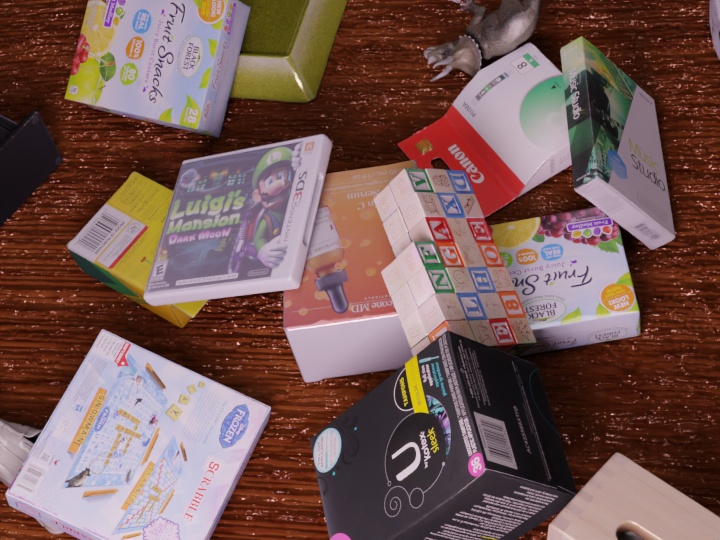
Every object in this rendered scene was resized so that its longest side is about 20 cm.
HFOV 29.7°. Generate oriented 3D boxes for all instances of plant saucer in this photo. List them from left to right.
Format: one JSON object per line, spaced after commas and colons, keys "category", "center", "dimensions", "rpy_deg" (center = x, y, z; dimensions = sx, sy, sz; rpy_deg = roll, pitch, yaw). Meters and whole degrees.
{"category": "plant saucer", "center": [-0.132, -0.311, 1.738], "dimensions": [0.198, 0.048, 0.202], "rpy_deg": [6, 57, 16]}

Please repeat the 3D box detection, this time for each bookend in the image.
{"category": "bookend", "center": [-0.511, -0.130, 1.668], "dimensions": [0.198, 0.092, 0.200], "rpy_deg": [27, 64, 28]}

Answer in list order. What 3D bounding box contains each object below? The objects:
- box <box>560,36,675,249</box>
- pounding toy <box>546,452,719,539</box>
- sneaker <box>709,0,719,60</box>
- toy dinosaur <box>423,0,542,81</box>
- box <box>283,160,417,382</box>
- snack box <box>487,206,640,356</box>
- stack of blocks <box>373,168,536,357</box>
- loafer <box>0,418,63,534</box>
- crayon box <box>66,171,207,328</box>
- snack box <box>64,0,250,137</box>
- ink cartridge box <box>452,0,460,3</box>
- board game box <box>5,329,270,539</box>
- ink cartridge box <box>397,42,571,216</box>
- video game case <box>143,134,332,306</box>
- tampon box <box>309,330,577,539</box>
{"category": "box", "center": [0.277, -0.139, 1.469], "dimensions": [0.036, 0.144, 0.202], "rpy_deg": [-29, 46, 34]}
{"category": "pounding toy", "center": [0.219, 0.283, 1.173], "dimensions": [0.199, 0.185, 0.142], "rpy_deg": [32, 55, 29]}
{"category": "sneaker", "center": [0.469, -0.266, 1.557], "dimensions": [0.114, 0.075, 0.202], "rpy_deg": [-9, 59, 6]}
{"category": "toy dinosaur", "center": [0.173, -0.294, 1.625], "dimensions": [0.199, 0.077, 0.103], "rpy_deg": [-25, 47, 25]}
{"category": "box", "center": [0.000, 0.000, 1.452], "dimensions": [0.151, 0.107, 0.202], "rpy_deg": [-8, 54, 7]}
{"category": "snack box", "center": [0.183, 0.015, 1.433], "dimensions": [0.198, 0.053, 0.143], "rpy_deg": [-11, 55, 5]}
{"category": "stack of blocks", "center": [0.082, -0.001, 1.346], "dimensions": [0.114, 0.059, 0.202], "rpy_deg": [0, 61, -41]}
{"category": "loafer", "center": [-0.355, 0.193, 1.424], "dimensions": [0.200, 0.070, 0.070], "rpy_deg": [38, 66, 23]}
{"category": "crayon box", "center": [-0.221, -0.019, 1.550], "dimensions": [0.199, 0.051, 0.127], "rpy_deg": [27, 65, 28]}
{"category": "snack box", "center": [-0.252, -0.270, 1.680], "dimensions": [0.198, 0.068, 0.171], "rpy_deg": [14, 91, 21]}
{"category": "ink cartridge box", "center": [0.082, -0.453, 1.754], "dimensions": [0.199, 0.084, 0.147], "rpy_deg": [31, 78, 28]}
{"category": "board game box", "center": [-0.221, 0.188, 1.373], "dimensions": [0.198, 0.041, 0.201], "rpy_deg": [24, 62, 5]}
{"category": "ink cartridge box", "center": [0.162, -0.161, 1.567], "dimensions": [0.199, 0.050, 0.161], "rpy_deg": [-29, 54, -11]}
{"category": "video game case", "center": [-0.133, -0.054, 1.466], "dimensions": [0.198, 0.023, 0.183], "rpy_deg": [-8, 56, 32]}
{"category": "tampon box", "center": [0.070, 0.181, 1.240], "dimensions": [0.200, 0.126, 0.151], "rpy_deg": [-41, 45, 30]}
